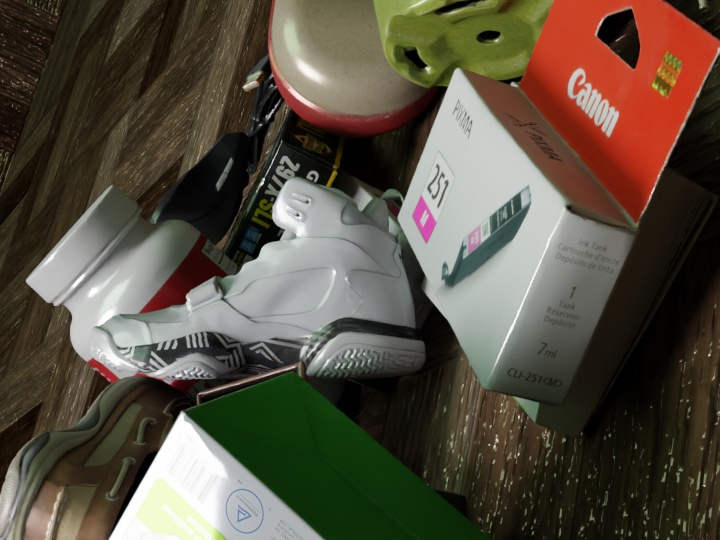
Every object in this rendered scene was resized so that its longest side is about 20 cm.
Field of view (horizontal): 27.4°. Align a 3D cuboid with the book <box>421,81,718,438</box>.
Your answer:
[{"bbox_3d":[0.093,-0.014,0.768,0.134,0.048,0.200,-65,20,12],"label":"book"}]

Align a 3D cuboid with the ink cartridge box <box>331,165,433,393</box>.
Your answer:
[{"bbox_3d":[0.000,0.000,0.992,0.095,0.037,0.200,-63,23,10],"label":"ink cartridge box"}]

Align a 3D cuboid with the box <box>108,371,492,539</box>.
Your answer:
[{"bbox_3d":[-0.021,0.178,0.620,0.097,0.200,0.177,-14,-42,-61],"label":"box"}]

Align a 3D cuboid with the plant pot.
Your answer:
[{"bbox_3d":[0.073,-0.211,0.860,0.200,0.199,0.191,-34,51,55],"label":"plant pot"}]

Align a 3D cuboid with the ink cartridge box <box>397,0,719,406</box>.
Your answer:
[{"bbox_3d":[0.084,-0.059,0.703,0.200,0.043,0.174,-112,39,-63],"label":"ink cartridge box"}]

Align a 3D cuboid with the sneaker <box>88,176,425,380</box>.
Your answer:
[{"bbox_3d":[-0.061,0.007,0.877,0.075,0.199,0.116,47,-138,-83],"label":"sneaker"}]

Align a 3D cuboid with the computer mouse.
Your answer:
[{"bbox_3d":[-0.098,-0.085,1.150,0.200,0.046,0.141,-54,-9,-51],"label":"computer mouse"}]

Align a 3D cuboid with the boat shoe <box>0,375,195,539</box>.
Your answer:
[{"bbox_3d":[-0.131,0.116,0.829,0.200,0.072,0.076,-42,-31,-69],"label":"boat shoe"}]

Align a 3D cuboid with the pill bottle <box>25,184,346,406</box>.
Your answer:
[{"bbox_3d":[-0.114,0.041,0.967,0.112,0.200,0.112,-46,11,11],"label":"pill bottle"}]

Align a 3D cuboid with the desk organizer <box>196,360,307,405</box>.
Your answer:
[{"bbox_3d":[-0.055,0.155,0.804,0.077,0.071,0.201,85,-179,-68],"label":"desk organizer"}]

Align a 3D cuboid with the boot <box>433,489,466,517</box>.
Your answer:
[{"bbox_3d":[0.009,0.181,0.753,0.200,0.070,0.147,160,119,-77],"label":"boot"}]

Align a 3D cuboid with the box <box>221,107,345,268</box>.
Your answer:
[{"bbox_3d":[-0.064,-0.044,1.103,0.200,0.049,0.160,-83,18,-71],"label":"box"}]

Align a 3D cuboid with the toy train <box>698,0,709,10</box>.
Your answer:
[{"bbox_3d":[0.191,-0.210,0.693,0.116,0.085,0.200,-38,33,29],"label":"toy train"}]

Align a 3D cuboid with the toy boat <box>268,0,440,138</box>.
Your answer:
[{"bbox_3d":[0.003,-0.173,1.083,0.131,0.130,0.201,90,-175,-52],"label":"toy boat"}]
